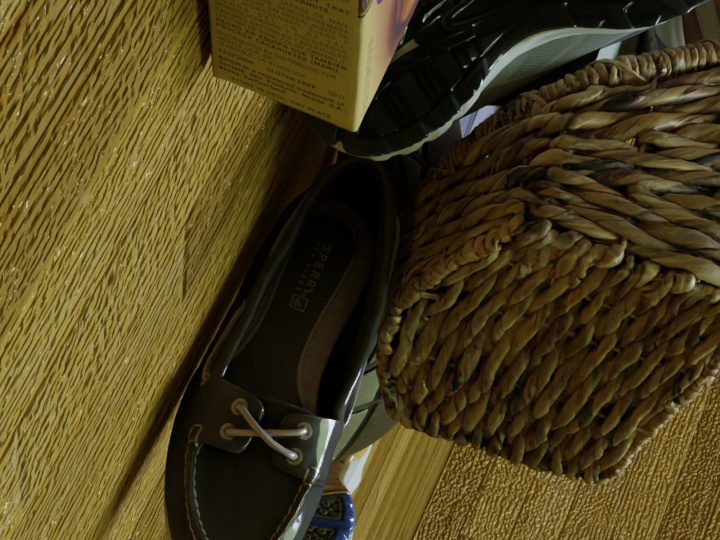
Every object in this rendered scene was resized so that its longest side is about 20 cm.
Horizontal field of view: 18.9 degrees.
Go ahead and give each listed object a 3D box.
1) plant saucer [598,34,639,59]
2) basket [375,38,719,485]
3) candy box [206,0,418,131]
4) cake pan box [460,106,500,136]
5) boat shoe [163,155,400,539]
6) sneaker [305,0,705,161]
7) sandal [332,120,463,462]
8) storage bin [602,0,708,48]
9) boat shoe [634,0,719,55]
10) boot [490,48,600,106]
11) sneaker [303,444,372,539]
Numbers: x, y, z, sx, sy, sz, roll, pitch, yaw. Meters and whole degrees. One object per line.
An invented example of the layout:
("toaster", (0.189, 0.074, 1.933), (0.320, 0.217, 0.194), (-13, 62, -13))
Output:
("plant saucer", (0.127, -0.170, 1.216), (0.200, 0.050, 0.201), (180, -90, -88))
("basket", (0.089, -0.019, 0.954), (0.200, 0.143, 0.149), (120, -14, -60))
("candy box", (0.000, -0.138, 0.629), (0.200, 0.056, 0.117), (98, 16, -69))
("cake pan box", (0.034, -0.061, 1.157), (0.184, 0.052, 0.200), (-56, 166, -53))
("boat shoe", (-0.031, 0.036, 0.883), (0.057, 0.067, 0.200), (113, -3, -55))
("sneaker", (0.066, -0.112, 0.877), (0.200, 0.074, 0.079), (-27, -178, 2))
("sandal", (0.000, 0.000, 1.051), (0.054, 0.080, 0.200), (39, -60, 59))
("storage bin", (0.163, -0.207, 1.061), (0.200, 0.135, 0.146), (-24, 177, 7))
("boat shoe", (0.188, -0.162, 1.219), (0.076, 0.072, 0.200), (96, -7, -70))
("boot", (0.079, -0.162, 0.943), (0.075, 0.097, 0.200), (-119, -128, -80))
("sneaker", (-0.041, 0.135, 1.084), (0.200, 0.075, 0.088), (-55, 166, -60))
